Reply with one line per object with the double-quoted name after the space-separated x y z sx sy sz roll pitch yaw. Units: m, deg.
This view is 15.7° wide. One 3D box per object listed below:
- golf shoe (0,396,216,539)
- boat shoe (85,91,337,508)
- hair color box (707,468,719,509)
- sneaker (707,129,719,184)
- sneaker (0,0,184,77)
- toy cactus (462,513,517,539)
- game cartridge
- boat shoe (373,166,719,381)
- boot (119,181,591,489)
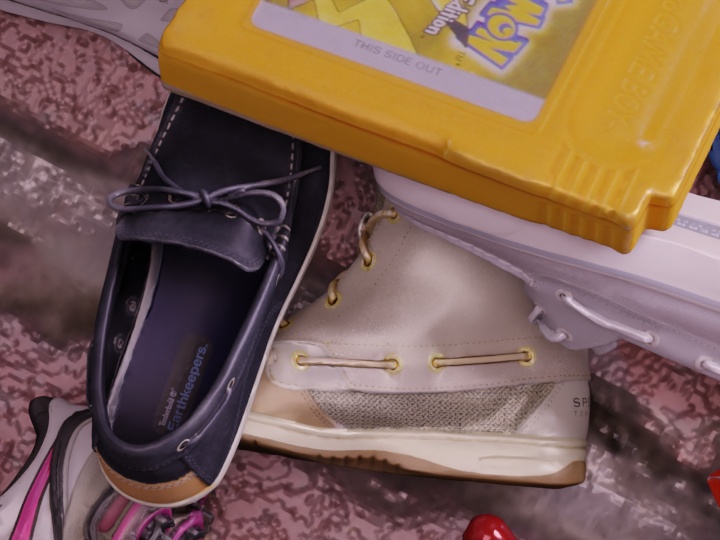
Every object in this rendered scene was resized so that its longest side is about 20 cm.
-0.142 0.146 1.041 0.092 0.073 0.201 29 81 23 "golf shoe"
-0.057 -0.012 0.982 0.074 0.062 0.201 12 77 13 "boat shoe"
0.221 0.144 0.988 0.101 0.061 0.201 -28 97 -23 "hair color box"
0.175 -0.033 1.047 0.078 0.066 0.202 0 93 33 "sneaker"
-0.084 -0.121 1.030 0.199 0.115 0.076 14 86 3 "sneaker"
0.068 0.211 1.017 0.164 0.102 0.201 23 78 -6 "toy cactus"
0.050 -0.106 0.985 0.199 0.033 0.177 19 55 15 "game cartridge"
0.096 0.001 0.985 0.198 0.072 0.069 16 118 2 "boat shoe"
0.000 0.000 1.040 0.198 0.072 0.156 8 86 -2 "boot"
